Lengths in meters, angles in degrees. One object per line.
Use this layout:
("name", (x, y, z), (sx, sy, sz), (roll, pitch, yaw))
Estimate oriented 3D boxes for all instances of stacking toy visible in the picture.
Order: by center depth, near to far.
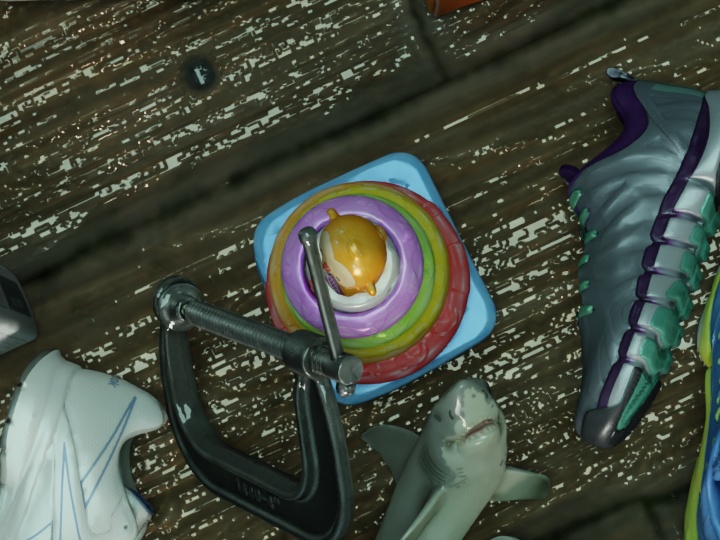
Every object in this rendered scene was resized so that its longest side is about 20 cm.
("stacking toy", (0.000, 0.000, 1.049), (0.110, 0.200, 0.116), (-27, 85, 1))

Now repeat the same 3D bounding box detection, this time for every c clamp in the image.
("c clamp", (-0.052, 0.051, 1.057), (0.027, 0.200, 0.171), (-22, 106, -30))

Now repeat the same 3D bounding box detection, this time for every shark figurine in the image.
("shark figurine", (0.010, 0.129, 1.115), (0.215, 0.128, 0.090), (-51, 58, 16))

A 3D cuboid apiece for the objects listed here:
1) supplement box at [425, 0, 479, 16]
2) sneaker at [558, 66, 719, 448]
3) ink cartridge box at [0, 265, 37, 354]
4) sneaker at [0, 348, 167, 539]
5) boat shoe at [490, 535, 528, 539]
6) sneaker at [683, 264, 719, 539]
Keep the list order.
("supplement box", (0.036, -0.244, 1.133), (0.066, 0.069, 0.201), (-20, 83, 0))
("sneaker", (0.135, -0.008, 1.116), (0.087, 0.074, 0.200), (19, 77, 18))
("ink cartridge box", (-0.276, 0.053, 1.081), (0.199, 0.163, 0.057), (-23, 83, 2))
("sneaker", (-0.159, 0.145, 1.114), (0.087, 0.075, 0.201), (14, 87, 0))
("boat shoe", (0.125, 0.224, 1.094), (0.200, 0.060, 0.074), (59, 134, 21))
("sneaker", (0.210, 0.069, 1.078), (0.075, 0.105, 0.201), (5, 86, 4))
